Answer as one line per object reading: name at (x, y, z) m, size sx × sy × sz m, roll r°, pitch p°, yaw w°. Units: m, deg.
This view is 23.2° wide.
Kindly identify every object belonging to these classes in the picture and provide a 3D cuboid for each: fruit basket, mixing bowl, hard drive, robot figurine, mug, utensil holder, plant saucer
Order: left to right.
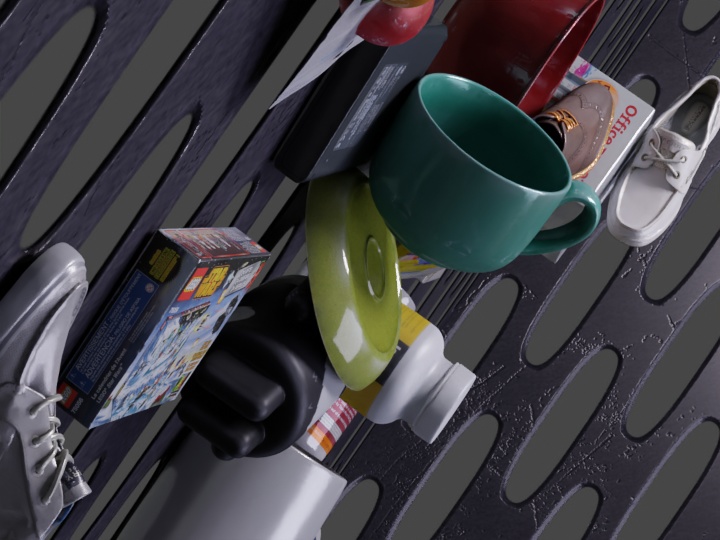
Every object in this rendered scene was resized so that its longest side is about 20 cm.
utensil holder at (-0.131, 0.245, 1.699) m, size 0.201 × 0.169 × 0.170 m, roll -57°, pitch 172°, yaw -5°
robot figurine at (-0.074, 0.082, 1.486) m, size 0.149 × 0.126 × 0.200 m, roll -17°, pitch -168°, yaw 28°
plant saucer at (0.000, 0.000, 1.487) m, size 0.200 × 0.031 × 0.202 m, roll -8°, pitch 90°, yaw -74°
hard drive at (0.005, -0.140, 1.390) m, size 0.140 × 0.033 × 0.200 m, roll -57°, pitch 172°, yaw 14°
fruit basket at (0.027, -0.205, 1.146) m, size 0.200 × 0.094 × 0.185 m, roll -42°, pitch -179°, yaw 37°
mug at (0.095, -0.062, 1.458) m, size 0.115 × 0.185 × 0.152 m, roll -54°, pitch 170°, yaw 28°
mixing bowl at (0.126, -0.196, 1.612) m, size 0.201 × 0.108 × 0.200 m, roll -53°, pitch 171°, yaw -12°

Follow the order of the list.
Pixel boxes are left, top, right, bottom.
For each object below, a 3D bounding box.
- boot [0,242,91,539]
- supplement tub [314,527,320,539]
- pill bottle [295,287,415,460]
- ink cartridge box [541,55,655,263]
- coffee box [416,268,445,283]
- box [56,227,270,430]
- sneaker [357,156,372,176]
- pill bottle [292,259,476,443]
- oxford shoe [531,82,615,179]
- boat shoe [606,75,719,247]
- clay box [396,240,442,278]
boot at (-0.183, 0.090, 0.976) m, size 0.201 × 0.095 × 0.074 m, roll -57°, pitch 172°, yaw 16°
supplement tub at (-0.152, 0.335, 2.007) m, size 0.200 × 0.144 × 0.145 m, roll -49°, pitch 171°, yaw -39°
pill bottle at (-0.031, 0.094, 1.850) m, size 0.201 × 0.113 × 0.113 m, roll -53°, pitch 172°, yaw -14°
ink cartridge box at (0.173, -0.139, 1.797) m, size 0.146 × 0.199 × 0.145 m, roll -52°, pitch 172°, yaw -22°
coffee box at (0.106, -0.092, 2.032) m, size 0.201 × 0.079 × 0.114 m, roll -56°, pitch 172°, yaw 9°
box at (-0.137, 0.035, 1.237) m, size 0.137 × 0.040 × 0.200 m, roll -55°, pitch 172°, yaw 7°
sneaker at (0.041, -0.091, 1.593) m, size 0.076 × 0.092 × 0.200 m, roll -53°, pitch 171°, yaw -4°
pill bottle at (0.010, 0.078, 1.713) m, size 0.112 × 0.199 × 0.112 m, roll -54°, pitch 172°, yaw -11°
oxford shoe at (0.190, -0.124, 1.662) m, size 0.200 × 0.071 × 0.073 m, roll -49°, pitch 166°, yaw -35°
boat shoe at (0.306, -0.116, 1.754) m, size 0.201 × 0.070 × 0.069 m, roll -59°, pitch 168°, yaw -24°
clay box at (0.079, -0.037, 1.755) m, size 0.114 × 0.048 × 0.199 m, roll -5°, pitch 166°, yaw -39°
